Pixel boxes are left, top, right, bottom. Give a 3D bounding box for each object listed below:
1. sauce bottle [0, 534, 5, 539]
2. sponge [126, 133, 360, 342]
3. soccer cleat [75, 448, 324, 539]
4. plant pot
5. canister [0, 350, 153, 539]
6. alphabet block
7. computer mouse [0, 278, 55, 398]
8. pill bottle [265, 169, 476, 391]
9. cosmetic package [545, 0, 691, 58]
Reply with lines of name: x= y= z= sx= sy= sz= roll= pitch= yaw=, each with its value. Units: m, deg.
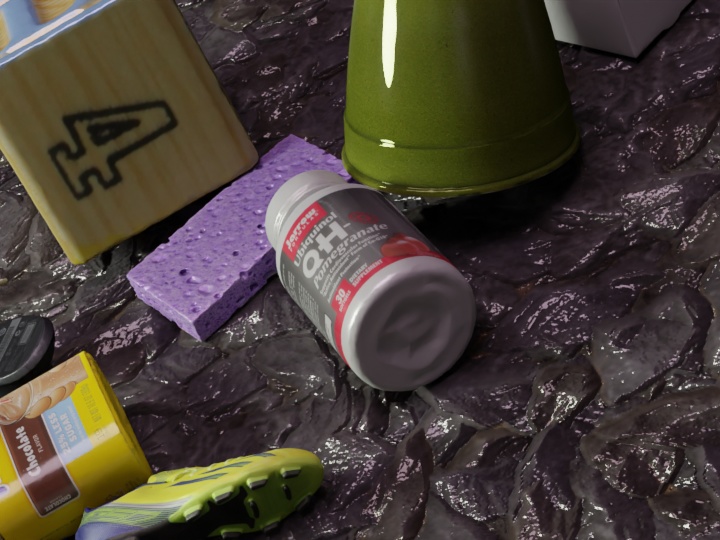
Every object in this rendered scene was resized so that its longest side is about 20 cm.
sauce bottle: x=-0.277 y=0.215 z=1.530 sx=0.065 sy=0.201 sz=0.066 roll=-16 pitch=41 yaw=14
sponge: x=-0.097 y=-0.032 z=1.838 sx=0.200 sy=0.030 sz=0.111 roll=-42 pitch=39 yaw=-17
soccer cleat: x=-0.123 y=0.168 z=1.597 sx=0.199 sy=0.065 sz=0.084 roll=-24 pitch=41 yaw=8
plant pot: x=0.072 y=-0.189 z=1.730 sx=0.198 sy=0.195 sz=0.201 roll=-6 pitch=25 yaw=3
canister: x=-0.273 y=0.164 z=1.682 sx=0.199 sy=0.087 sz=0.149 roll=-30 pitch=38 yaw=-4
alphabet block: x=-0.231 y=-0.162 z=1.910 sx=0.195 sy=0.201 sz=0.196 roll=-29 pitch=29 yaw=1
computer mouse: x=-0.318 y=0.064 z=1.858 sx=0.199 sy=0.046 sz=0.141 roll=-15 pitch=43 yaw=36
pill bottle: x=0.000 y=0.000 z=1.676 sx=0.110 sy=0.111 sz=0.200 roll=-34 pitch=38 yaw=-7
cosmetic package: x=0.188 y=-0.264 z=1.880 sx=0.199 sy=0.085 sz=0.108 roll=17 pitch=54 yaw=44
